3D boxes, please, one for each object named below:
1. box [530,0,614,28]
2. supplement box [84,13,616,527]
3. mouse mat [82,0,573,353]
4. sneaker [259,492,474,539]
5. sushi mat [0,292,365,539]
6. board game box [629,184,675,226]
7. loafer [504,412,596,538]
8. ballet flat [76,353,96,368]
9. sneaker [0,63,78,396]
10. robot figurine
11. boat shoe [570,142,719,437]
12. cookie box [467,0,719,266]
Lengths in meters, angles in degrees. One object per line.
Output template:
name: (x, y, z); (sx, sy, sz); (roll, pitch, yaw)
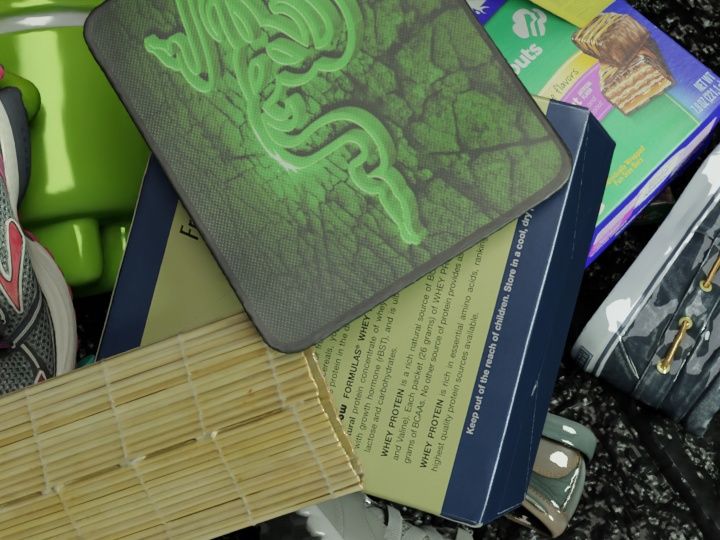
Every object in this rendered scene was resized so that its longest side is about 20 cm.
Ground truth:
box: (0.076, -0.185, 0.951); (0.050, 0.200, 0.075); (-38, 67, 19)
supplement box: (0.000, 0.000, 0.913); (0.200, 0.134, 0.200); (15, 90, 13)
mouse mat: (-0.019, -0.080, 0.846); (0.161, 0.008, 0.200); (-33, 72, 1)
sneaker: (0.023, 0.160, 0.985); (0.200, 0.075, 0.082); (44, 59, 5)
sushi mat: (-0.103, 0.086, 0.860); (0.200, 0.012, 0.096); (-20, 91, 17)
board game box: (0.074, -0.082, 1.103); (0.200, 0.029, 0.135); (-7, 67, -6)
loafer: (0.027, 0.092, 1.008); (0.200, 0.072, 0.063); (15, 73, 1)
ballet flat: (-0.127, 0.063, 1.013); (0.074, 0.074, 0.200); (41, 74, 13)
sneaker: (-0.200, -0.005, 0.925); (0.081, 0.075, 0.200); (-6, 109, 16)
robot figurine: (-0.172, -0.085, 1.027); (0.116, 0.175, 0.200); (-12, 82, 29)
boat shoe: (0.211, -0.002, 1.060); (0.091, 0.071, 0.200); (35, 76, 10)
cookie box: (0.077, -0.098, 1.053); (0.200, 0.075, 0.171); (41, 69, 14)
